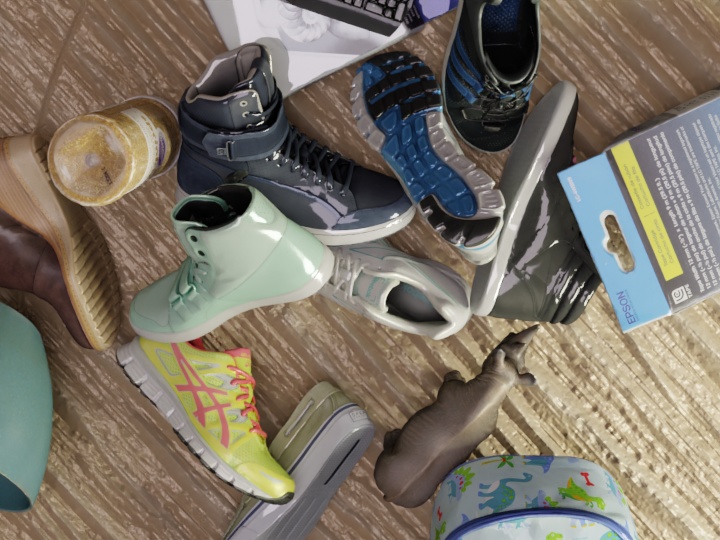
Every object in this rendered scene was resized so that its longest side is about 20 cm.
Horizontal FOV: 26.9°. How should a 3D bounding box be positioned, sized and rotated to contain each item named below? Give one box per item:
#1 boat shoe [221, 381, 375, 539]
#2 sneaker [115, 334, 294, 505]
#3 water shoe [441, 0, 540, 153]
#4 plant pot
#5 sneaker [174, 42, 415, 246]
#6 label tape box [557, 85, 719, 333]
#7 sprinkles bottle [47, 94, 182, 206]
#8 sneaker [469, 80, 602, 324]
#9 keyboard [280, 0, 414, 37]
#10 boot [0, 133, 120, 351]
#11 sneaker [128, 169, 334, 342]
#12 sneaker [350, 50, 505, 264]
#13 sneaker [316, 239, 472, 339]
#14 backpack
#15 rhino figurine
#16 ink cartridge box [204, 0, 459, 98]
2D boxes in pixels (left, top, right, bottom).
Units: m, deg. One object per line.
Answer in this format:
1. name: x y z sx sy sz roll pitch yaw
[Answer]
1. boat shoe: -0.063 0.184 1.290 0.201 0.072 0.062 -51 57 13
2. sneaker: -0.115 0.108 1.250 0.090 0.078 0.200 -43 73 -3
3. water shoe: 0.102 -0.158 1.161 0.071 0.079 0.201 -5 134 -2
4. plant pot: -0.334 0.095 1.243 0.198 0.200 0.136 22 66 1
5. sneaker: -0.050 -0.100 1.196 0.200 0.077 0.147 7 131 1
6. label tape box: 0.270 -0.058 1.203 0.198 0.066 0.145 -25 98 3
7. sprinkles bottle: -0.186 -0.096 1.174 0.067 0.200 0.069 1 101 5
8. sneaker: 0.164 -0.048 1.227 0.098 0.071 0.202 16 96 -11
9. keyboard: -0.041 -0.273 1.181 0.198 0.021 0.128 18 100 0
10. boot: -0.305 -0.007 1.280 0.165 0.072 0.202 -19 99 20
11. sneaker: -0.132 -0.014 1.203 0.199 0.074 0.118 -19 133 30
12. sneaker: 0.053 -0.085 1.210 0.074 0.087 0.201 -26 65 0
13. sneaker: 0.000 0.000 1.238 0.198 0.080 0.071 21 103 3
14. backpack: 0.143 0.258 1.211 0.181 0.147 0.202 -3 120 5
15. rhino figurine: 0.083 0.119 1.247 0.060 0.087 0.200 42 101 -4
16. ink cartridge box: -0.039 -0.261 1.214 0.198 0.041 0.201 -26 97 8
